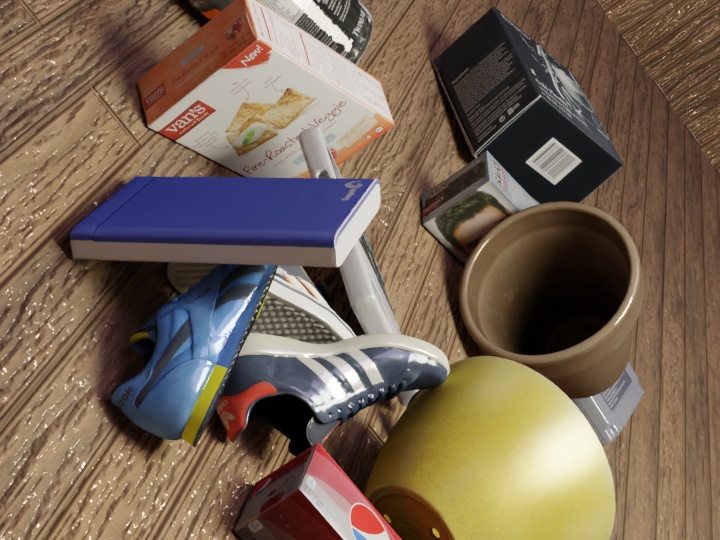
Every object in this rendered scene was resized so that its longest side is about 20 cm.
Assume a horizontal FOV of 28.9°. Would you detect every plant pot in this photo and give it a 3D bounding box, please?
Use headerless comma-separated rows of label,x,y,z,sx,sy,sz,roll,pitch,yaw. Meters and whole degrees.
plant pot,0.227,0.051,1.546,0.175,0.198,0.202,53,18,-52
plant pot,0.082,0.189,1.115,0.141,0.200,0.201,-27,83,-44

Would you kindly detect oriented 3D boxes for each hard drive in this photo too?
hard drive,-0.096,-0.039,1.034,0.132,0.197,0.026,-57,146,-63

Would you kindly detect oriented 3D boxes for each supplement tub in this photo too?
supplement tub,-0.091,-0.274,1.393,0.200,0.122,0.123,41,29,-31

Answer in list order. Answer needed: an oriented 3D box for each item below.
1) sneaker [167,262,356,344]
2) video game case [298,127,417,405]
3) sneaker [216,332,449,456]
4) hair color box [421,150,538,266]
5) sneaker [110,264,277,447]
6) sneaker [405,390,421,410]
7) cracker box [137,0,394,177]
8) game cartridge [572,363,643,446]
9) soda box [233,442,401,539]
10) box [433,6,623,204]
sneaker,-0.068,0.019,1.138,0.200,0.078,0.080,42,32,-28
video game case,0.000,0.000,1.241,0.201,0.023,0.183,64,7,-58
sneaker,-0.020,0.100,1.080,0.198,0.075,0.085,0,61,-20
hair color box,0.169,-0.034,1.617,0.200,0.099,0.061,43,28,-28
sneaker,-0.114,0.031,1.006,0.078,0.066,0.201,24,51,1
sneaker,0.104,0.188,1.269,0.202,0.073,0.088,64,24,-8
cracker box,-0.081,-0.149,1.248,0.199,0.133,0.058,25,39,-48
game cartridge,0.287,0.127,1.720,0.134,0.041,0.200,61,24,0
soda box,0.001,0.228,1.024,0.201,0.070,0.064,51,25,-13
box,0.222,-0.209,1.871,0.199,0.124,0.198,31,27,-40
